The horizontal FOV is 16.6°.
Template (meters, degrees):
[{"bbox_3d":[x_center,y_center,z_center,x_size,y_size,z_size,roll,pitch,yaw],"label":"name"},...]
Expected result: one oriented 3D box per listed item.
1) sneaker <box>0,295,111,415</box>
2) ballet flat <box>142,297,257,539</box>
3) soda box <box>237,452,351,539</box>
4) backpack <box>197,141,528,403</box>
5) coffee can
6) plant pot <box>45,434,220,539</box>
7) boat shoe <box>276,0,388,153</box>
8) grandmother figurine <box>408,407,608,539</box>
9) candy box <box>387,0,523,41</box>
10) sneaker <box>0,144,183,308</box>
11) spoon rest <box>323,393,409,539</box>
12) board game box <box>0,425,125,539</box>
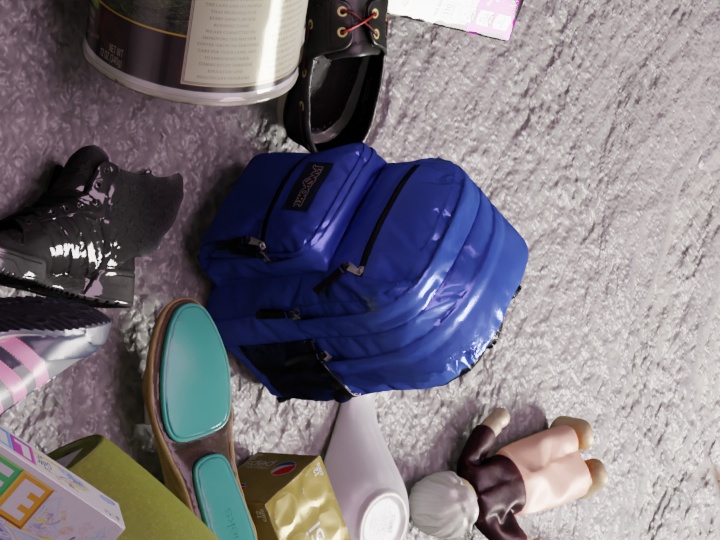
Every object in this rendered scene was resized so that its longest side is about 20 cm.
[{"bbox_3d":[-0.237,0.068,1.528,0.200,0.070,0.082,-14,117,-47],"label":"sneaker"},{"bbox_3d":[-0.120,0.120,1.686,0.069,0.063,0.201,-10,91,-40],"label":"ballet flat"},{"bbox_3d":[-0.040,0.231,1.774,0.068,0.064,0.200,-39,118,-42],"label":"soda box"},{"bbox_3d":[0.000,0.000,1.719,0.168,0.200,0.163,47,57,-38],"label":"backpack"},{"bbox_3d":[-0.097,-0.226,1.598,0.146,0.146,0.200,-22,131,-47],"label":"coffee can"},{"bbox_3d":[-0.155,0.213,1.575,0.187,0.187,0.200,-39,104,-42],"label":"plant pot"},{"bbox_3d":[-0.008,-0.171,1.749,0.074,0.063,0.202,-5,123,-30],"label":"boat shoe"},{"bbox_3d":[0.114,0.173,1.962,0.200,0.061,0.121,-10,70,-46],"label":"grandmother figurine"},{"bbox_3d":[0.046,-0.255,1.819,0.200,0.061,0.137,8,110,-39],"label":"candy box"},{"bbox_3d":[-0.192,-0.035,1.608,0.200,0.060,0.104,18,78,-53],"label":"sneaker"},{"bbox_3d":[0.009,0.138,1.848,0.099,0.061,0.200,13,93,-47],"label":"spoon rest"},{"bbox_3d":[-0.258,0.142,1.452,0.200,0.034,0.135,37,99,-24],"label":"board game box"}]
